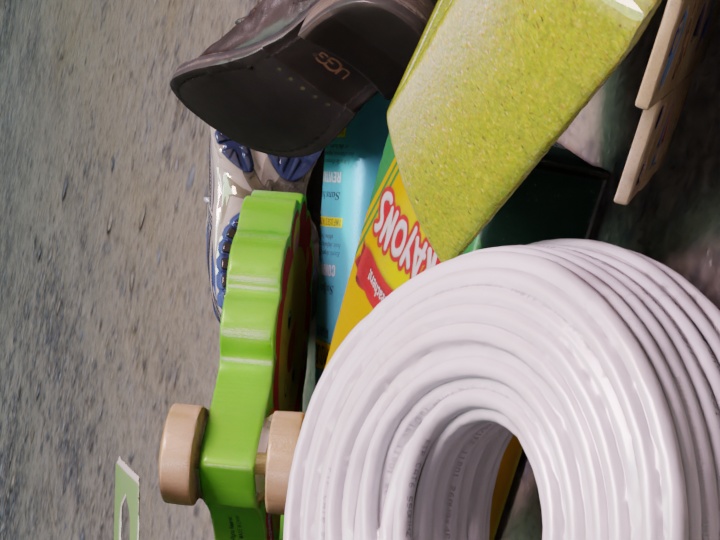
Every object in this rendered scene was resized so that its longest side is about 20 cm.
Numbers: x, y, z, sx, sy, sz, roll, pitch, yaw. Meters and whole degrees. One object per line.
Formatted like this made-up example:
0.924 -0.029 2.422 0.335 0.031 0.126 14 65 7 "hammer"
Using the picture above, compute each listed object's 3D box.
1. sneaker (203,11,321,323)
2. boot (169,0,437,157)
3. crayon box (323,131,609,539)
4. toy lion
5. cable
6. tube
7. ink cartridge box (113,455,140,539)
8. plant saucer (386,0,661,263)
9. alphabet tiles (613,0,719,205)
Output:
-0.063 -0.054 1.005 0.085 0.077 0.201 149 128 -69 "sneaker"
0.004 -0.151 0.819 0.199 0.069 0.175 -16 43 49 "boot"
0.032 0.032 0.742 0.127 0.050 0.201 -132 54 -64 "crayon box"
-0.049 0.069 0.879 0.192 0.068 0.201 -81 -6 -45 "toy lion"
0.053 0.087 0.580 0.201 0.069 0.200 -62 40 25 "cable"
0.000 0.000 0.859 0.077 0.050 0.202 -165 80 -80 "tube"
-0.090 0.190 0.778 0.145 0.048 0.202 169 106 -78 "ink cartridge box"
0.070 -0.125 0.584 0.201 0.048 0.200 -66 5 -24 "plant saucer"
0.115 -0.122 0.525 0.166 0.006 0.201 -35 -37 -70 "alphabet tiles"
